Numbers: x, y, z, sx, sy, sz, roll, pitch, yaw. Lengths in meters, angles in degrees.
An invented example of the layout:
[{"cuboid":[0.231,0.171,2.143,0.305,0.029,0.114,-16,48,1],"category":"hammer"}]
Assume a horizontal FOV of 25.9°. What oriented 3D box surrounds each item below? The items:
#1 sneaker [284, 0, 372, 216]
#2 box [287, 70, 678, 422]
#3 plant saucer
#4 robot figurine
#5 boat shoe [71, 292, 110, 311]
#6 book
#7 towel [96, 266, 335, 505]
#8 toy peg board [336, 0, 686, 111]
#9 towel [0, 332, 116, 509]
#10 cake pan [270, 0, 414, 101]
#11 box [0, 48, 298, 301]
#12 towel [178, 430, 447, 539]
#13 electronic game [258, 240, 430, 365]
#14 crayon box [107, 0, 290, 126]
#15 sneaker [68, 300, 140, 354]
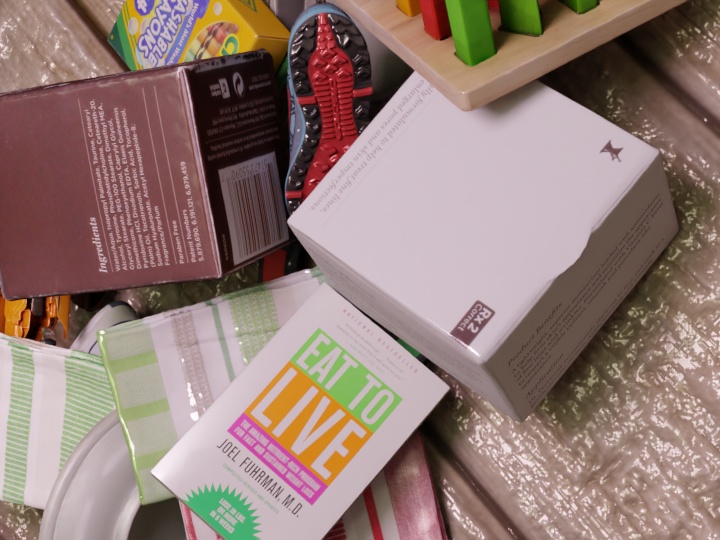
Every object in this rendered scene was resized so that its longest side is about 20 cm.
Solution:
[{"cuboid":[-0.021,-0.121,1.256,0.079,0.096,0.200,0,117,-5],"category":"sneaker"},{"cuboid":[0.093,-0.033,1.159,0.200,0.131,0.199,36,80,29],"category":"box"},{"cuboid":[-0.173,0.204,1.280,0.050,0.200,0.201,18,93,34],"category":"plant saucer"},{"cuboid":[-0.306,0.058,1.394,0.145,0.058,0.201,-2,82,44],"category":"robot figurine"},{"cuboid":[-0.207,-0.044,1.414,0.200,0.072,0.068,-47,68,24],"category":"boat shoe"},{"cuboid":[-0.046,0.126,1.212,0.134,0.048,0.200,40,77,5],"category":"book"},{"cuboid":[-0.095,0.090,1.243,0.200,0.031,0.150,-15,82,-13],"category":"towel"},{"cuboid":[0.102,-0.239,1.149,0.200,0.098,0.199,-28,44,-14],"category":"toy peg board"},{"cuboid":[-0.274,0.131,1.320,0.200,0.023,0.153,10,105,15],"category":"towel"},{"cuboid":[0.016,-0.237,1.321,0.200,0.037,0.201,-4,81,30],"category":"cake pan"},{"cuboid":[-0.178,-0.079,1.266,0.200,0.166,0.165,-6,100,21],"category":"box"},{"cuboid":[-0.030,0.216,1.221,0.200,0.023,0.144,-13,81,-13],"category":"towel"},{"cuboid":[0.000,0.000,1.297,0.200,0.042,0.201,-4,82,30],"category":"electronic game"},{"cuboid":[-0.134,-0.193,1.372,0.200,0.052,0.126,50,123,30],"category":"crayon box"},{"cuboid":[-0.250,0.115,1.426,0.200,0.073,0.071,-51,34,18],"category":"sneaker"}]
